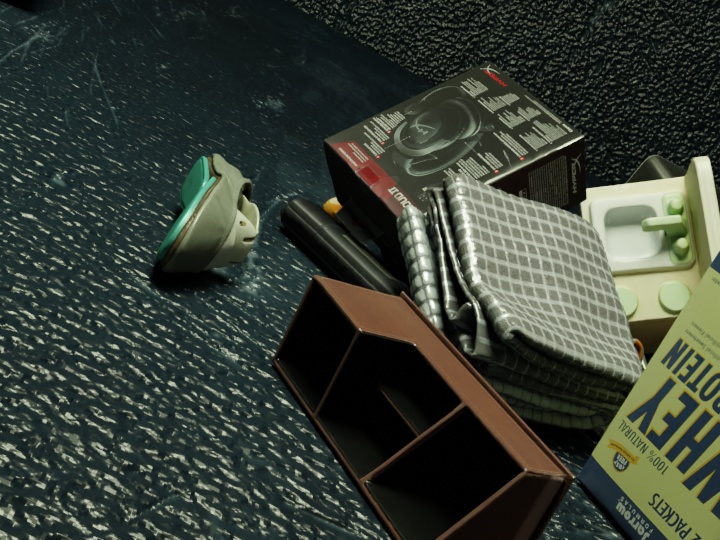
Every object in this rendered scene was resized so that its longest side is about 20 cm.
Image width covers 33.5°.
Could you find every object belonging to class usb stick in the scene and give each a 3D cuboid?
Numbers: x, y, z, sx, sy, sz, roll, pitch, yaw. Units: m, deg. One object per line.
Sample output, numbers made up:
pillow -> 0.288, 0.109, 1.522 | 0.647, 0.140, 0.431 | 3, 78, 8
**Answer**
usb stick -> 0.000, 0.000, 1.001 | 0.055, 0.033, 0.200 | 24, 14, -49

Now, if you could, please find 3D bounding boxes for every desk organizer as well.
desk organizer -> 0.028, 0.085, 0.703 | 0.076, 0.072, 0.200 | 15, 20, -36

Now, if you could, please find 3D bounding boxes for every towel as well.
towel -> 0.130, 0.024, 0.929 | 0.199, 0.085, 0.167 | 19, 49, -39

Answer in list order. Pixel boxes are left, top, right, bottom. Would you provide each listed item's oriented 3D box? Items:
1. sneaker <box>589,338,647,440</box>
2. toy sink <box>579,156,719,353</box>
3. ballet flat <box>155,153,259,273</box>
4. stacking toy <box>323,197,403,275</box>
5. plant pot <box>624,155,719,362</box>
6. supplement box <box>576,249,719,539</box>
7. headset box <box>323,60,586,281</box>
sneaker -> 0.203, 0.077, 1.043 | 0.073, 0.080, 0.200 | 17, 19, -36
toy sink -> 0.261, -0.006, 1.109 | 0.111, 0.132, 0.200 | -6, -16, 4
ballet flat -> -0.102, -0.037, 0.865 | 0.063, 0.068, 0.200 | 33, 14, -13
stacking toy -> 0.057, -0.029, 1.106 | 0.198, 0.111, 0.116 | 22, 16, 13
plant pot -> 0.354, 0.031, 1.293 | 0.199, 0.200, 0.178 | 17, 31, -39
supplement box -> 0.301, 0.123, 0.839 | 0.198, 0.201, 0.134 | 20, 17, -33
headset box -> 0.074, -0.083, 1.039 | 0.149, 0.199, 0.078 | 47, -20, 44
